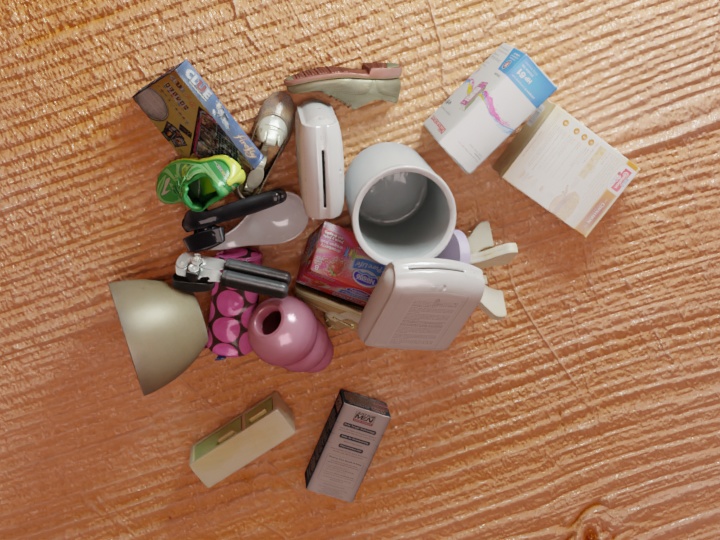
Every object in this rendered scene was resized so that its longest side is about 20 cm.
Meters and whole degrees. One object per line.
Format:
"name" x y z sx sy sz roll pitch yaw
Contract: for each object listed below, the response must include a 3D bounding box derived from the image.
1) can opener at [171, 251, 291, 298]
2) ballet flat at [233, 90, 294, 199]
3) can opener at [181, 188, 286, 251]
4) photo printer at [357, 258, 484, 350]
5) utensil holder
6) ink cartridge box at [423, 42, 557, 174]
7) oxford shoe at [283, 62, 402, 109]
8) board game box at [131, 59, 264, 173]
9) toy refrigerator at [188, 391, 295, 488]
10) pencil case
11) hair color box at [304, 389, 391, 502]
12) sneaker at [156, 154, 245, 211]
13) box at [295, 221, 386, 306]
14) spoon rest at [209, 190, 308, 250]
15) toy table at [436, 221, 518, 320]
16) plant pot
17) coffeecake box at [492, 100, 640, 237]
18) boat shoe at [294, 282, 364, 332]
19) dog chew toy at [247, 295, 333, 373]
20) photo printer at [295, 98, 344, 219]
"can opener" -0.218 0.011 1.611 0.199 0.053 0.067 9 140 1
"ballet flat" -0.160 -0.203 1.605 0.068 0.067 0.201 18 107 -14
"can opener" -0.214 -0.097 1.595 0.199 0.063 0.079 -21 105 16
"photo printer" 0.099 0.052 1.544 0.166 0.070 0.200 4 144 -16
"utensil holder" 0.060 -0.118 1.593 0.169 0.200 0.171 -2 111 -5
"ink cartridge box" 0.210 -0.271 1.583 0.085 0.145 0.200 41 101 -19
"oxford shoe" -0.028 -0.301 1.583 0.199 0.071 0.074 -4 114 -5
"board game box" -0.265 -0.233 1.555 0.135 0.035 0.200 -15 120 45
"toy refrigerator" -0.224 0.315 1.788 0.200 0.076 0.070 -32 111 6
"pencil case" -0.227 0.055 1.686 0.093 0.091 0.201 9 107 0
"hair color box" -0.026 0.338 1.829 0.100 0.061 0.201 19 108 -14
"sneaker" -0.279 -0.141 1.566 0.200 0.084 0.074 -8 126 42
"box" 0.000 0.000 1.667 0.199 0.100 0.096 20 71 -14
"spoon rest" -0.187 -0.077 1.650 0.199 0.061 0.100 -17 123 2
"toy table" 0.187 -0.001 1.679 0.117 0.200 0.185 1 77 -18
"plant pot" -0.340 0.099 1.640 0.134 0.200 0.201 -18 112 -16
"coffeecake box" 0.361 -0.179 1.675 0.200 0.073 0.154 33 103 -17
"boat shoe" -0.033 0.078 1.723 0.199 0.074 0.067 22 110 -9
"dog chew toy" -0.113 0.124 1.692 0.124 0.125 0.200 -38 144 8
"photo printer" -0.068 -0.180 1.554 0.069 0.200 0.167 -4 112 -6
